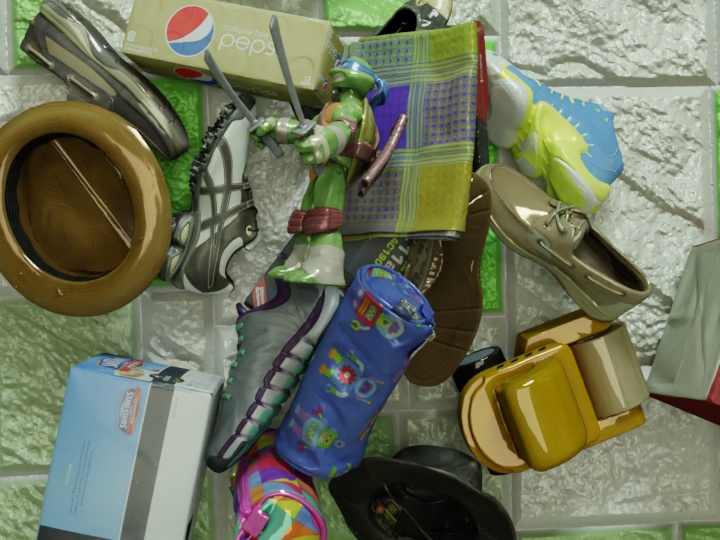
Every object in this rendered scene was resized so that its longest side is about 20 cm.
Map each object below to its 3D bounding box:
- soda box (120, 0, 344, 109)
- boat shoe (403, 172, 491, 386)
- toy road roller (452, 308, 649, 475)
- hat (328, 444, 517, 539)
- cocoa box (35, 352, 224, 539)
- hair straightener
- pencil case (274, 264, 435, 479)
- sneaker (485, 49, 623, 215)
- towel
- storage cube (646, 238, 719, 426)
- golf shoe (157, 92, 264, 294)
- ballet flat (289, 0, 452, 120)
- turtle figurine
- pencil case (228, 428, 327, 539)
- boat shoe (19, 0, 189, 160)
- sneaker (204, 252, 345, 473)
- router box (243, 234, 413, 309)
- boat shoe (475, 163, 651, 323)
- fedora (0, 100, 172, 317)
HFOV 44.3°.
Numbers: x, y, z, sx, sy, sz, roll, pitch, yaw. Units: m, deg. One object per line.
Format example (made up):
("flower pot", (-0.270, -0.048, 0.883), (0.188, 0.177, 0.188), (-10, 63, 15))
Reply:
("soda box", (-0.120, -0.211, 0.843), (0.197, 0.064, 0.069), (14, 86, 13))
("boat shoe", (0.076, 0.007, 0.833), (0.072, 0.063, 0.203), (13, 93, -21))
("toy road roller", (0.191, 0.124, 0.855), (0.198, 0.146, 0.124), (-21, 92, -4))
("hat", (0.072, 0.221, 0.861), (0.200, 0.201, 0.081), (40, 48, -3))
("cocoa box", (-0.214, 0.192, 0.830), (0.129, 0.133, 0.203), (11, 89, -4))
("hair straightener", (0.097, -0.145, 0.890), (0.041, 0.076, 0.203), (-33, 119, -44))
("pencil case", (-0.003, 0.094, 0.787), (0.086, 0.078, 0.202), (32, 112, 11))
("sneaker", (0.192, -0.152, 0.902), (0.105, 0.076, 0.201), (-33, 86, -29))
("towel", (0.039, -0.123, 0.807), (0.142, 0.023, 0.203), (3, 83, 33))
("storage cube", (0.403, 0.077, 0.848), (0.178, 0.200, 0.173), (22, 85, 0))
("golf shoe", (-0.129, -0.071, 0.869), (0.093, 0.078, 0.202), (22, 101, -13))
("ballet flat", (0.014, -0.213, 0.876), (0.200, 0.066, 0.057), (-44, 129, -1))
("turtle figurine", (-0.062, -0.090, 0.744), (0.142, 0.199, 0.197), (6, 91, 38))
("pencil case", (-0.082, 0.209, 0.814), (0.087, 0.200, 0.090), (-1, 96, -11))
("boat shoe", (-0.250, -0.174, 0.864), (0.073, 0.074, 0.200), (-45, 85, 7))
("sneaker", (-0.098, 0.084, 0.819), (0.087, 0.074, 0.201), (34, 81, 6))
("router box", (0.000, 0.000, 0.881), (0.149, 0.062, 0.201), (38, 88, -5))
("boat shoe", (0.193, -0.036, 0.846), (0.200, 0.065, 0.072), (44, 55, -1))
("fedora", (-0.264, -0.059, 0.846), (0.197, 0.082, 0.204), (0, 95, 3))
